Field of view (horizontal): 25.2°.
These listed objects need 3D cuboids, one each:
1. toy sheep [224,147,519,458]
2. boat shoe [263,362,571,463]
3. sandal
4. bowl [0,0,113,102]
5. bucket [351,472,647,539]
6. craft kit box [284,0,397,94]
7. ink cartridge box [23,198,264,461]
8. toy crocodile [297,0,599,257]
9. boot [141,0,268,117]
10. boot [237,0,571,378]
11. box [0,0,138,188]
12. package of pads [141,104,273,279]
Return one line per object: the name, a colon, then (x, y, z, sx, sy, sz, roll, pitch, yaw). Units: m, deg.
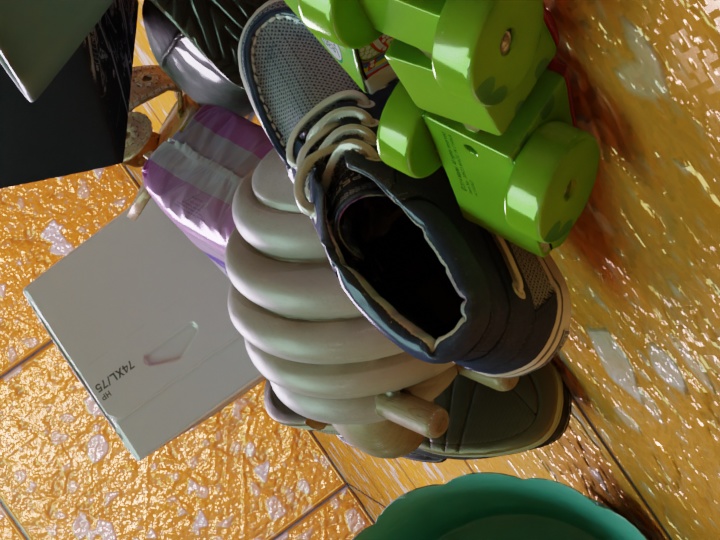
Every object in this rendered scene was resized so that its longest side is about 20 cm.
toy sheep: (0.000, 0.000, 0.751, 0.138, 0.137, 0.201, -139, 37, -58)
boat shoe: (0.036, 0.067, 0.871, 0.200, 0.072, 0.066, -1, 163, 42)
sandal: (-0.142, -0.102, 1.043, 0.069, 0.078, 0.212, 33, -155, -8)
bowl: (-0.142, -0.177, 0.621, 0.201, 0.105, 0.201, 53, 172, 11)
bucket: (0.081, 0.214, 0.897, 0.208, 0.207, 0.135, 52, 179, 17)
craft kit box: (-0.053, -0.188, 0.573, 0.200, 0.048, 0.198, 51, 168, 26)
ink cartridge box: (-0.113, 0.021, 1.164, 0.146, 0.146, 0.200, 55, -166, 2)
toy crocodile: (0.037, -0.066, 0.503, 0.067, 0.062, 0.200, 27, 163, 30)
boot: (-0.103, -0.165, 0.910, 0.182, 0.072, 0.200, 58, 178, -10)
boot: (0.002, -0.044, 0.631, 0.200, 0.073, 0.090, 49, -164, 23)
box: (-0.196, -0.174, 0.883, 0.200, 0.103, 0.183, -96, -4, -54)
package of pads: (-0.032, -0.005, 0.958, 0.120, 0.076, 0.200, 34, 169, 47)
